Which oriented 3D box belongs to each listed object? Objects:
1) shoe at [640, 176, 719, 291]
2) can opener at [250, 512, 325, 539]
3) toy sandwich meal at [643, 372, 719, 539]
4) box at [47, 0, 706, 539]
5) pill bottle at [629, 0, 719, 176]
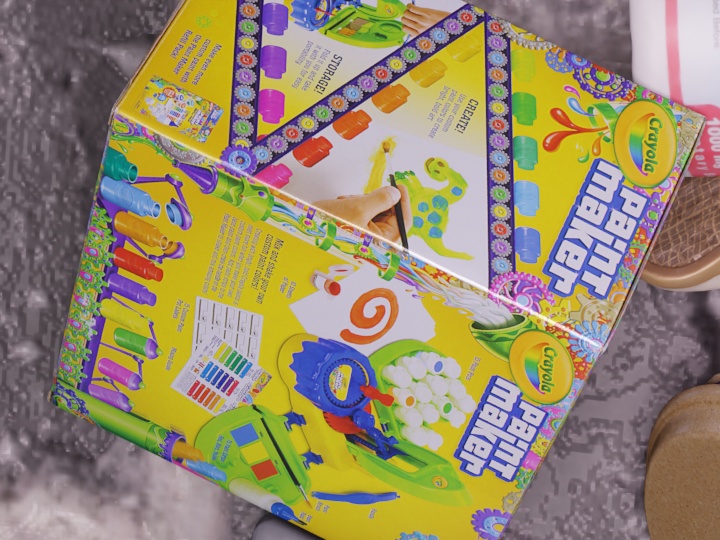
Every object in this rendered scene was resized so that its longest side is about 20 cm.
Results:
[{"bbox_3d":[0.196,-0.050,1.010,0.199,0.053,0.070,-28,64,7],"label":"shoe"},{"bbox_3d":[0.044,0.157,1.055,0.199,0.066,0.053,20,100,0],"label":"can opener"},{"bbox_3d":[0.199,0.122,0.990,0.070,0.205,0.206,-33,94,-25],"label":"toy sandwich meal"},{"bbox_3d":[0.000,0.000,0.954,0.192,0.122,0.200,26,143,3],"label":"box"},{"bbox_3d":[0.207,-0.092,0.931,0.199,0.109,0.109,-1,99,19],"label":"pill bottle"}]
